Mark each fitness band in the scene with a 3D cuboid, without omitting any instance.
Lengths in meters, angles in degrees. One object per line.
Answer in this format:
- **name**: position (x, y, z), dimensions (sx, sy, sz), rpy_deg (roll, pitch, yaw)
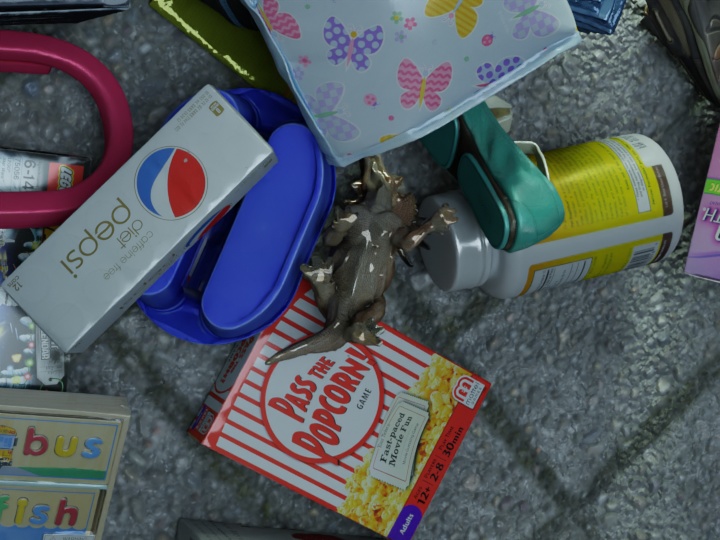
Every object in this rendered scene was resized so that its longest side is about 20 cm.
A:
- **fitness band**: position (-0.260, -0.099, 1.127), dimensions (0.199, 0.037, 0.144), rpy_deg (-2, 71, -24)

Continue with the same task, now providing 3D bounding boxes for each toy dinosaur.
- **toy dinosaur**: position (0.000, 0.000, 1.210), dimensions (0.086, 0.136, 0.201), rpy_deg (28, 81, -3)

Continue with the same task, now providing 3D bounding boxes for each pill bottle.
- **pill bottle**: position (0.151, -0.041, 1.286), dimensions (0.199, 0.109, 0.110), rpy_deg (-13, 101, -19)

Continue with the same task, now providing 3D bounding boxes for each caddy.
- **caddy**: position (-0.101, -0.042, 1.195), dimensions (0.141, 0.105, 0.201), rpy_deg (23, 88, 2)

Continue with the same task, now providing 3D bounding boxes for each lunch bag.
- **lunch bag**: position (0.026, -0.192, 1.126), dimensions (0.200, 0.127, 0.170), rpy_deg (-33, 110, -8)

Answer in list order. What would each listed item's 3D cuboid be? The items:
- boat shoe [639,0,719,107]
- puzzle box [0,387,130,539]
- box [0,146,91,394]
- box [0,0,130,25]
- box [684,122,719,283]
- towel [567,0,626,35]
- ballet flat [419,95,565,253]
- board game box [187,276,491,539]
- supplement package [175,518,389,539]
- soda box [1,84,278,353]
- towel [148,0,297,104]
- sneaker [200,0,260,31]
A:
- **boat shoe**: position (0.276, -0.222, 1.333), dimensions (0.075, 0.073, 0.200), rpy_deg (-48, 131, -23)
- **puzzle box**: position (-0.277, 0.146, 1.164), dimensions (0.199, 0.025, 0.134), rpy_deg (6, 116, -22)
- **box**: position (-0.277, 0.008, 1.165), dimensions (0.136, 0.040, 0.201), rpy_deg (5, 95, -22)
- **box**: position (-0.244, -0.218, 1.063), dimensions (0.147, 0.200, 0.105), rpy_deg (-5, 97, -21)
- **box**: position (0.386, -0.072, 1.353), dimensions (0.175, 0.096, 0.201), rpy_deg (11, 92, -41)
- **towel**: position (0.118, -0.257, 1.225), dimensions (0.199, 0.049, 0.112), rpy_deg (19, 80, 11)
- **ballet flat**: position (0.096, -0.094, 1.219), dimensions (0.070, 0.200, 0.067), rpy_deg (-12, 143, -25)
- **board game box**: position (-0.015, 0.110, 1.274), dimensions (0.200, 0.046, 0.152), rpy_deg (29, 86, -21)
- **supplement package**: position (-0.043, 0.273, 1.243), dimensions (0.199, 0.121, 0.120), rpy_deg (10, 93, -22)
- **soda box**: position (-0.151, -0.034, 1.110), dimensions (0.200, 0.064, 0.068), rpy_deg (-44, 88, -1)
- **towel**: position (-0.062, -0.178, 1.237), dimensions (0.200, 0.018, 0.086), rpy_deg (37, 82, -21)
- **sneaker**: position (-0.052, -0.208, 1.196), dimensions (0.200, 0.082, 0.074), rpy_deg (23, 70, -39)
